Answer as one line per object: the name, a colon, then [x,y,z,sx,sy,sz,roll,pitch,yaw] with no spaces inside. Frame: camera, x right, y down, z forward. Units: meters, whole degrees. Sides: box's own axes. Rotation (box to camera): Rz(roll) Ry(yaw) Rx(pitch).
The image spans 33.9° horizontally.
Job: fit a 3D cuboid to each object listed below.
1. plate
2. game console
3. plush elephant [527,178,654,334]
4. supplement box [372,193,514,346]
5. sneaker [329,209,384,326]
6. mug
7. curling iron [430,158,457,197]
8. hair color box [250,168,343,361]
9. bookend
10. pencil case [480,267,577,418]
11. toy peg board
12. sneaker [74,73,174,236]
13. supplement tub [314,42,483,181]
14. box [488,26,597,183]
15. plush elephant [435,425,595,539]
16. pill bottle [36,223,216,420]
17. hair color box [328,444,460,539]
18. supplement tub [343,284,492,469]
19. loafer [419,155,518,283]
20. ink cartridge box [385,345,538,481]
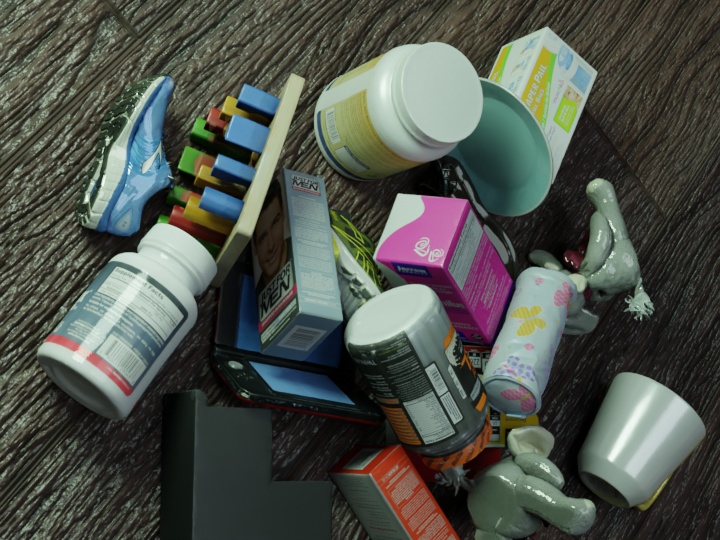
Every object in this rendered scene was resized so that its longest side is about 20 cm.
plate: [0.175,-0.165,1.560,0.026,0.200,0.201,-36,102,-35]
game console: [-0.069,0.088,1.419,0.199,0.172,0.120,13,103,-30]
plush elephant: [0.307,0.005,1.663,0.154,0.165,0.201,-15,53,1]
supplement box: [0.109,0.001,1.499,0.200,0.101,0.104,55,51,-48]
sneaker: [0.000,0.000,1.474,0.084,0.074,0.201,-26,78,-42]
mug: [0.398,0.263,1.679,0.187,0.149,0.153,44,70,-12]
curling iron: [0.092,-0.185,1.573,0.025,0.050,0.201,-8,63,-16]
hair color box: [-0.079,-0.008,1.390,0.060,0.099,0.201,13,52,-29]
bookend: [-0.125,0.244,1.370,0.197,0.092,0.202,5,79,-33]
pencil case: [0.217,0.091,1.523,0.091,0.083,0.201,79,29,-47]
toy peg board: [-0.158,-0.112,1.348,0.097,0.199,0.201,20,69,-10]
sneaker: [-0.255,-0.131,1.361,0.089,0.078,0.201,26,78,-34]
supplement tub: [0.046,-0.198,1.480,0.143,0.200,0.146,5,81,-32]
box: [0.234,-0.221,1.663,0.112,0.101,0.201,34,66,-24]
plush elephant: [0.203,0.286,1.476,0.154,0.200,0.166,-5,128,-55]
pill bottle: [-0.250,0.051,1.303,0.120,0.119,0.201,44,62,-19]
hair color box: [0.054,0.314,1.471,0.061,0.101,0.201,-38,104,-31]
supplement tub: [0.073,0.128,1.389,0.122,0.122,0.201,-43,118,-30]
loafer: [0.140,-0.055,1.603,0.071,0.073,0.201,-34,92,-27]
ink cartridge box: [0.135,0.189,1.550,0.199,0.084,0.177,5,81,-33]
